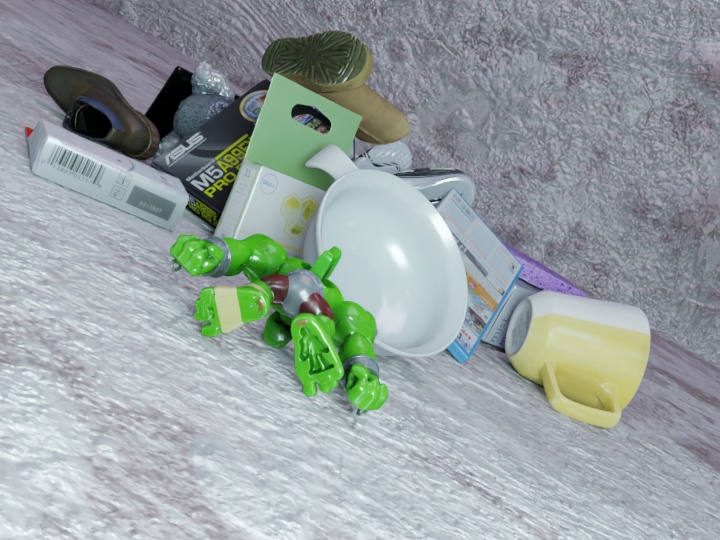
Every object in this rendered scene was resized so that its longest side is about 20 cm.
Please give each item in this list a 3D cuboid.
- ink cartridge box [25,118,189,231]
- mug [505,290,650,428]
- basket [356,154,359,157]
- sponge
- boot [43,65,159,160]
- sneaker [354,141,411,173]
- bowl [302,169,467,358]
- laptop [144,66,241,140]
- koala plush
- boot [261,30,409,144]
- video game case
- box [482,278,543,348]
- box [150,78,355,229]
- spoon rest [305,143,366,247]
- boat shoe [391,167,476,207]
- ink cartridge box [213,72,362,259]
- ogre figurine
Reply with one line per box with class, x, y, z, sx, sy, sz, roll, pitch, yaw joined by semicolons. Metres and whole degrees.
ink cartridge box;-0.284;-0.123;1.091;0.161;0.057;0.200;23;16;-28
mug;0.277;0.100;1.276;0.151;0.151;0.187;18;5;-10
basket;0.002;-0.105;1.579;0.135;0.124;0.200;18;15;-47
sponge;0.238;-0.010;1.477;0.199;0.030;0.112;27;10;-28
boot;-0.359;-0.219;1.292;0.199;0.075;0.097;33;8;16
sneaker;-0.021;-0.124;1.448;0.075;0.200;0.115;52;-8;-24
bowl;0.010;0.006;1.020;0.200;0.090;0.203;21;55;-34
laptop;-0.241;-0.225;1.486;0.186;0.200;0.117;22;38;-30
koala plush;-0.171;-0.174;1.358;0.198;0.179;0.184;25;-2;-17
boot;-0.001;-0.214;1.196;0.174;0.067;0.199;20;-6;43
video game case;0.121;0.002;1.232;0.143;0.018;0.200;48;44;-8
box;0.186;0.036;1.466;0.176;0.097;0.200;22;13;-46
box;-0.128;-0.134;1.203;0.160;0.200;0.045;35;-30;25
spoon rest;0.014;-0.048;1.102;0.201;0.099;0.061;55;-15;-15
boat shoe;0.056;-0.098;1.336;0.197;0.073;0.071;-5;19;-1
ink cartridge box;-0.070;-0.099;1.116;0.145;0.202;0.048;19;5;-43
ogre figurine;-0.053;0.031;0.818;0.198;0.099;0.120;19;20;10
